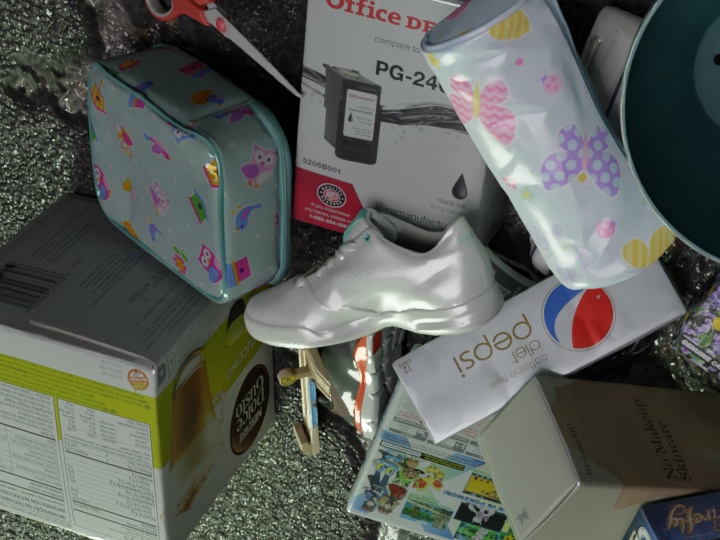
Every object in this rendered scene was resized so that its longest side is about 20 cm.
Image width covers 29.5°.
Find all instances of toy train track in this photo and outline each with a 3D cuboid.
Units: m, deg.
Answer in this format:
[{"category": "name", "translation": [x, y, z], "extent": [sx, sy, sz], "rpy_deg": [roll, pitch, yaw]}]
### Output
[{"category": "toy train track", "translation": [-0.055, 0.087, 1.128], "extent": [0.032, 0.115, 0.200], "rpy_deg": [-15, 138, -12]}]

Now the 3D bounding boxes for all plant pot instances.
[{"category": "plant pot", "translation": [0.253, -0.110, 0.812], "extent": [0.200, 0.135, 0.200], "rpy_deg": [2, 108, 8]}]

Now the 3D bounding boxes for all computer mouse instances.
[{"category": "computer mouse", "translation": [0.114, 0.030, 1.028], "extent": [0.200, 0.044, 0.110], "rpy_deg": [36, 98, 11]}]

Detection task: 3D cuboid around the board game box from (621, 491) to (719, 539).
[{"category": "board game box", "translation": [0.274, 0.199, 0.970], "extent": [0.200, 0.035, 0.136], "rpy_deg": [-7, 141, -16]}]

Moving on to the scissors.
[{"category": "scissors", "translation": [-0.106, -0.189, 0.982], "extent": [0.200, 0.014, 0.073], "rpy_deg": [36, 138, 38]}]

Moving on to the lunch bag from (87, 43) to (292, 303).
[{"category": "lunch bag", "translation": [-0.131, -0.074, 1.038], "extent": [0.200, 0.077, 0.161], "rpy_deg": [36, 139, 41]}]

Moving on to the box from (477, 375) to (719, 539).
[{"category": "box", "translation": [0.192, 0.138, 0.963], "extent": [0.200, 0.095, 0.078], "rpy_deg": [7, 136, -32]}]

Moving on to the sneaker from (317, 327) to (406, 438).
[{"category": "sneaker", "translation": [-0.009, 0.046, 1.090], "extent": [0.082, 0.077, 0.200], "rpy_deg": [19, 125, 23]}]

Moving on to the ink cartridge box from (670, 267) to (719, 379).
[{"category": "ink cartridge box", "translation": [0.310, 0.006, 0.919], "extent": [0.109, 0.050, 0.200], "rpy_deg": [34, 128, 4]}]

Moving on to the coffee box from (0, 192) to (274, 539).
[{"category": "coffee box", "translation": [-0.201, 0.082, 1.125], "extent": [0.200, 0.200, 0.198], "rpy_deg": [13, 124, 18]}]

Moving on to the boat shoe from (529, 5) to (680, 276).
[{"category": "boat shoe", "translation": [0.151, -0.086, 0.934], "extent": [0.066, 0.072, 0.200], "rpy_deg": [36, 134, 20]}]

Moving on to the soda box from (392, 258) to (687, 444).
[{"category": "soda box", "translation": [0.128, 0.047, 0.970], "extent": [0.200, 0.064, 0.068], "rpy_deg": [-29, 83, 12]}]

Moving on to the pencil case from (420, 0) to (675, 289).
[{"category": "pencil case", "translation": [0.119, -0.083, 0.846], "extent": [0.091, 0.083, 0.200], "rpy_deg": [-16, 116, 44]}]

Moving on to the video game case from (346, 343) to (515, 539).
[{"category": "video game case", "translation": [0.108, 0.157, 1.096], "extent": [0.200, 0.022, 0.182], "rpy_deg": [18, 126, -5]}]

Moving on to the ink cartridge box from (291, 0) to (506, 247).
[{"category": "ink cartridge box", "translation": [0.036, -0.120, 0.960], "extent": [0.145, 0.083, 0.200], "rpy_deg": [17, 125, 17]}]

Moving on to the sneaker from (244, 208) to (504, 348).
[{"category": "sneaker", "translation": [0.000, 0.000, 0.967], "extent": [0.200, 0.075, 0.089], "rpy_deg": [-8, 113, 27]}]
